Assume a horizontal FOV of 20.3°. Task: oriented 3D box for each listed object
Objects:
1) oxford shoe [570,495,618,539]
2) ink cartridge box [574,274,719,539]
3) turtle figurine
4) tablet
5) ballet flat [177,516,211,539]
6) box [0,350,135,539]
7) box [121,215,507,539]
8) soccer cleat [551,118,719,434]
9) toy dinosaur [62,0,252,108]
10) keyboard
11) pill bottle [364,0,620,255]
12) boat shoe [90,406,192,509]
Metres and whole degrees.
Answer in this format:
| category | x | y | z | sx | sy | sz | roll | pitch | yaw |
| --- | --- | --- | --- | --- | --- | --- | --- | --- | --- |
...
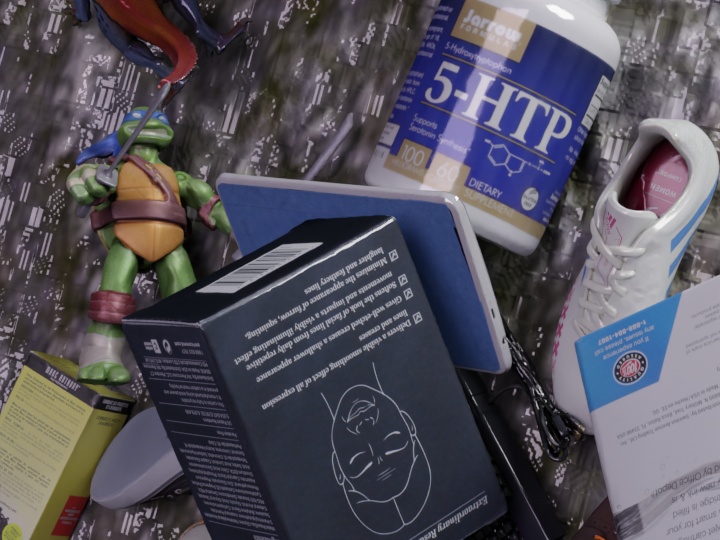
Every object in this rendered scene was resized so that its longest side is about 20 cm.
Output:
| category | x | y | z | sx | sy | sz | roll | pitch | yaw |
| --- | --- | --- | --- | --- | --- | --- | --- | --- | --- |
| oxford shoe | 0.147 | 0.185 | 1.196 | 0.071 | 0.072 | 0.201 | 32 | 94 | 29 |
| ink cartridge box | 0.216 | 0.111 | 1.108 | 0.145 | 0.084 | 0.201 | -26 | 60 | 29 |
| turtle figurine | -0.126 | -0.021 | 1.339 | 0.199 | 0.144 | 0.195 | -2 | 83 | 30 |
| tablet | 0.000 | 0.000 | 1.267 | 0.199 | 0.014 | 0.131 | 7 | 128 | 40 |
| ballet flat | -0.116 | 0.226 | 1.325 | 0.068 | 0.067 | 0.201 | 30 | 94 | 28 |
| box | -0.237 | 0.163 | 1.410 | 0.075 | 0.050 | 0.201 | 26 | 91 | 29 |
| box | -0.026 | 0.088 | 1.203 | 0.107 | 0.148 | 0.201 | -1 | 113 | 58 |
| soccer cleat | 0.156 | 0.000 | 1.221 | 0.070 | 0.086 | 0.201 | 20 | 89 | 29 |
| toy dinosaur | -0.163 | -0.214 | 1.400 | 0.105 | 0.200 | 0.182 | -44 | 95 | -4 |
| keyboard | 0.070 | 0.090 | 1.268 | 0.127 | 0.021 | 0.201 | -44 | 63 | 31 |
| pill bottle | 0.094 | -0.122 | 1.259 | 0.119 | 0.120 | 0.201 | 24 | 91 | 29 |
| boat shoe | -0.103 | 0.119 | 1.338 | 0.200 | 0.066 | 0.070 | -35 | 32 | 38 |
